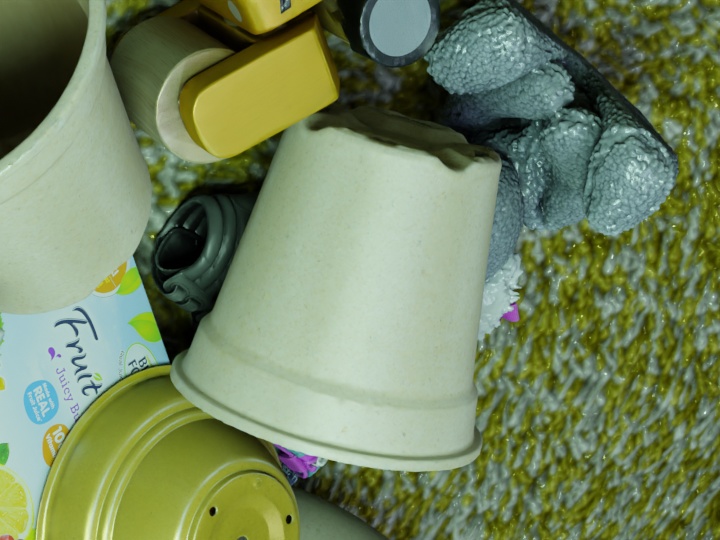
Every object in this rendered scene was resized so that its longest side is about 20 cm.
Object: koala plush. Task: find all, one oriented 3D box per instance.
[{"bbox_3d":[0.086,-0.059,1.533,0.200,0.177,0.184,-48,-179,10],"label":"koala plush"}]

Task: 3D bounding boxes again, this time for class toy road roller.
[{"bbox_3d":[-0.064,-0.172,1.364,0.200,0.123,0.146,-33,122,-15],"label":"toy road roller"}]

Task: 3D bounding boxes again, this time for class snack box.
[{"bbox_3d":[-0.195,0.090,1.422,0.168,0.068,0.201,-34,119,-37],"label":"snack box"}]

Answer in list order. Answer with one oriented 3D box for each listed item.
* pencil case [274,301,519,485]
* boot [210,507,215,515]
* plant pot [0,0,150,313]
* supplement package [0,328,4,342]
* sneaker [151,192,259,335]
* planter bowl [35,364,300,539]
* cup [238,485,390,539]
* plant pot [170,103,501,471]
[{"bbox_3d":[0.006,0.059,1.609,0.200,0.092,0.085,-39,148,-9],"label":"pencil case"},{"bbox_3d":[-0.169,0.191,1.547,0.107,0.075,0.200,22,113,-46],"label":"boot"},{"bbox_3d":[-0.206,-0.074,1.278,0.200,0.201,0.184,-38,148,-7],"label":"plant pot"},{"bbox_3d":[-0.310,0.041,1.255,0.117,0.200,0.117,27,86,-46],"label":"supplement package"},{"bbox_3d":[-0.103,0.027,1.527,0.099,0.071,0.201,9,119,-30],"label":"sneaker"},{"bbox_3d":[-0.097,0.163,1.424,0.200,0.083,0.201,-9,102,-46],"label":"planter bowl"},{"bbox_3d":[-0.068,0.229,1.635,0.200,0.200,0.143,-39,112,-6],"label":"cup"},{"bbox_3d":[0.000,0.000,1.412,0.200,0.200,0.184,3,107,-39],"label":"plant pot"}]
